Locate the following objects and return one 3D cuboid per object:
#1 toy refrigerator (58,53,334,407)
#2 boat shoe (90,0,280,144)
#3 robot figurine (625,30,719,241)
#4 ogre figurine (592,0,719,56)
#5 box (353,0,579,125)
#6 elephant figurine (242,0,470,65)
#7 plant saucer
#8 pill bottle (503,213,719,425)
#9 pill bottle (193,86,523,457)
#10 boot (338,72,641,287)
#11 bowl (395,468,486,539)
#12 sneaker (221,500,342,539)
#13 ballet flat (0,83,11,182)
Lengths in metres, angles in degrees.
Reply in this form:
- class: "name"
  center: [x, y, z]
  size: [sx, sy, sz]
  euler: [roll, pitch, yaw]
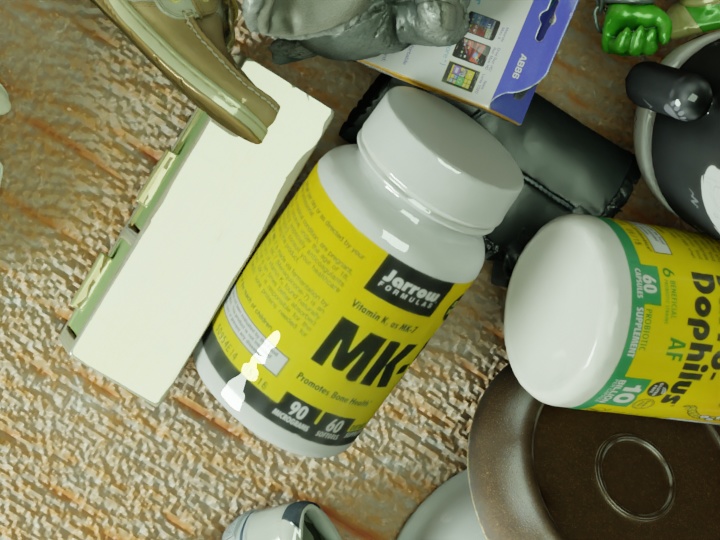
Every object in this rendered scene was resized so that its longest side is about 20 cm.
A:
- class: "toy refrigerator"
  center: [-0.100, -0.027, 1.646]
  size: [0.070, 0.076, 0.201]
  euler: [31, 90, -13]
- class: "boat shoe"
  center: [-0.107, -0.154, 1.593]
  size: [0.066, 0.074, 0.200]
  euler: [-43, 69, -2]
- class: "robot figurine"
  center: [0.238, -0.071, 1.601]
  size: [0.124, 0.200, 0.151]
  euler: [-30, 113, -13]
- class: "ogre figurine"
  center: [0.220, -0.211, 1.679]
  size: [0.199, 0.098, 0.121]
  euler: [-16, 104, -6]
- class: "box"
  center: [0.050, -0.163, 1.610]
  size: [0.041, 0.199, 0.120]
  euler: [21, 92, -53]
- class: "elephant figurine"
  center: [-0.029, -0.197, 1.525]
  size: [0.200, 0.141, 0.156]
  euler: [22, 89, -49]
- class: "plant saucer"
  center: [0.158, 0.129, 1.679]
  size: [0.199, 0.032, 0.201]
  euler: [14, 59, -24]
- class: "pill bottle"
  center: [0.195, 0.033, 1.659]
  size: [0.199, 0.113, 0.114]
  euler: [8, 94, -31]
- class: "pill bottle"
  center: [0.000, 0.000, 1.616]
  size: [0.114, 0.114, 0.200]
  euler: [31, 112, -13]
- class: "boot"
  center: [0.101, -0.099, 1.680]
  size: [0.162, 0.073, 0.199]
  euler: [37, 95, -10]
- class: "bowl"
  center: [0.116, 0.215, 1.706]
  size: [0.200, 0.090, 0.203]
  euler: [-1, 95, -11]
- class: "sneaker"
  center: [-0.009, 0.228, 1.681]
  size: [0.201, 0.071, 0.073]
  euler: [57, 44, -11]
- class: "ballet flat"
  center: [-0.240, -0.073, 1.624]
  size: [0.071, 0.069, 0.201]
  euler: [1, 100, -29]
